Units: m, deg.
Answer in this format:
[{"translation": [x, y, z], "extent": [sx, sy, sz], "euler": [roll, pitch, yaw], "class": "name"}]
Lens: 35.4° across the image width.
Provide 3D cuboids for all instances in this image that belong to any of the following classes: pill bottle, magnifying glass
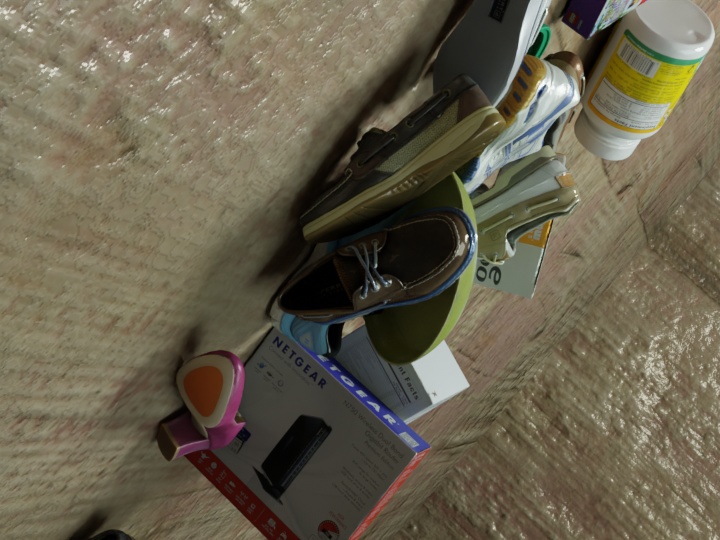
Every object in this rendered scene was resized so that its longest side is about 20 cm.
[{"translation": [0.338, -0.232, 1.382], "extent": [0.113, 0.113, 0.200], "euler": [-35, 158, -37], "class": "pill bottle"}, {"translation": [0.128, -0.203, 1.088], "extent": [0.200, 0.022, 0.080], "euler": [-27, 154, -55], "class": "magnifying glass"}]

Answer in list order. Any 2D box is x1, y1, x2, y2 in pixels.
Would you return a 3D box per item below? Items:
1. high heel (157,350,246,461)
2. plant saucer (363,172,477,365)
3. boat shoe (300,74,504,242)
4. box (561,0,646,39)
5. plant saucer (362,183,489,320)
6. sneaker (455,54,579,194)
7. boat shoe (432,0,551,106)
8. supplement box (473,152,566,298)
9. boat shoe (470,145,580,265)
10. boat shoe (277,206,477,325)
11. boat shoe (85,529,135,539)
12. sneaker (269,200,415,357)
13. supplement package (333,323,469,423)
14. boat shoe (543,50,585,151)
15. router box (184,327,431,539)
[{"translation": [-0.124, 0.119, 1.065], "extent": [0.096, 0.067, 0.200], "euler": [-21, 155, -35], "class": "high heel"}, {"translation": [0.058, -0.008, 1.067], "extent": [0.031, 0.200, 0.200], "euler": [9, 131, -25], "class": "plant saucer"}, {"translation": [0.028, -0.094, 0.972], "extent": [0.200, 0.065, 0.073], "euler": [-31, 167, 15], "class": "boat shoe"}, {"translation": [0.290, -0.342, 1.144], "extent": [0.137, 0.039, 0.200], "euler": [-35, 158, -37], "class": "box"}, {"translation": [0.060, -0.029, 1.245], "extent": [0.200, 0.050, 0.200], "euler": [-43, 162, -17], "class": "plant saucer"}, {"translation": [0.133, -0.121, 1.102], "extent": [0.088, 0.075, 0.200], "euler": [8, 141, -39], "class": "sneaker"}, {"translation": [0.127, -0.213, 0.958], "extent": [0.065, 0.074, 0.200], "euler": [-28, 152, -50], "class": "boat shoe"}, {"translation": [0.181, -0.063, 1.280], "extent": [0.200, 0.073, 0.126], "euler": [-55, 159, -71], "class": "supplement box"}, {"translation": [0.130, -0.040, 1.145], "extent": [0.200, 0.068, 0.075], "euler": [-39, 168, 15], "class": "boat shoe"}, {"translation": [0.011, 0.004, 0.984], "extent": [0.200, 0.072, 0.072], "euler": [-29, 167, 35], "class": "boat shoe"}, {"translation": [-0.305, 0.327, 1.107], "extent": [0.200, 0.073, 0.065], "euler": [-46, 153, -20], "class": "boat shoe"}, {"translation": [0.000, 0.000, 1.088], "extent": [0.200, 0.090, 0.078], "euler": [-56, 162, 22], "class": "sneaker"}, {"translation": [-0.002, 0.134, 1.238], "extent": [0.200, 0.114, 0.109], "euler": [-32, 171, 24], "class": "supplement package"}, {"translation": [0.198, -0.175, 1.205], "extent": [0.072, 0.076, 0.200], "euler": [-53, 178, -10], "class": "boat shoe"}, {"translation": [-0.059, 0.184, 1.164], "extent": [0.180, 0.200, 0.049], "euler": [-54, 162, 13], "class": "router box"}]
